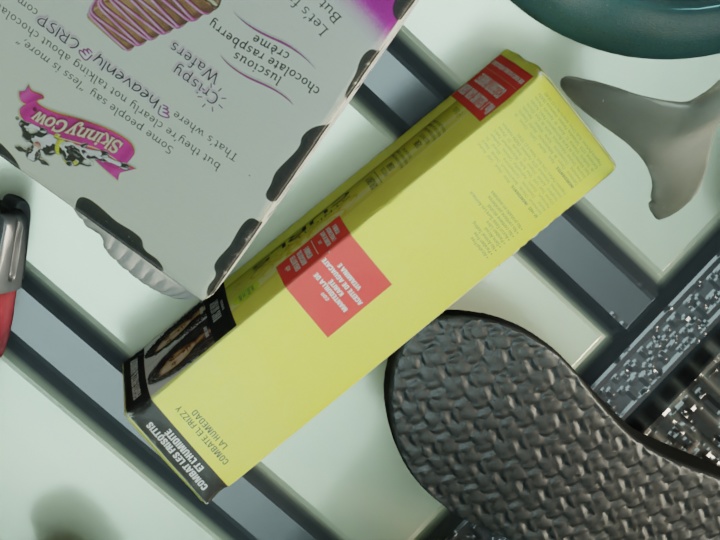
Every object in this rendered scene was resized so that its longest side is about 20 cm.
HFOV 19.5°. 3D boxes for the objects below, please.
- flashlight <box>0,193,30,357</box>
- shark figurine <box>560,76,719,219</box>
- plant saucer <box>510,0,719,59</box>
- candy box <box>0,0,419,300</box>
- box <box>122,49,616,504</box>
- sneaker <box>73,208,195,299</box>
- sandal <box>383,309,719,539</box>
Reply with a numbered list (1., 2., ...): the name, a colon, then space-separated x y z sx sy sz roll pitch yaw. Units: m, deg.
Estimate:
1. flashlight: -0.171 0.067 0.796 0.068 0.068 0.201 9 101 -11
2. shark figurine: 0.166 -0.118 0.739 0.089 0.128 0.215 22 84 -48
3. plant saucer: 0.125 -0.179 0.798 0.199 0.027 0.201 -2 102 -7
4. candy box: -0.047 -0.109 0.663 0.136 0.061 0.200 36 116 -1
5. box: 0.000 0.000 0.799 0.200 0.075 0.050 -38 105 4
6. sneaker: -0.064 -0.097 0.764 0.129 0.079 0.200 -25 95 8
7. sandal: 0.083 0.079 0.848 0.200 0.048 0.075 34 96 -26
